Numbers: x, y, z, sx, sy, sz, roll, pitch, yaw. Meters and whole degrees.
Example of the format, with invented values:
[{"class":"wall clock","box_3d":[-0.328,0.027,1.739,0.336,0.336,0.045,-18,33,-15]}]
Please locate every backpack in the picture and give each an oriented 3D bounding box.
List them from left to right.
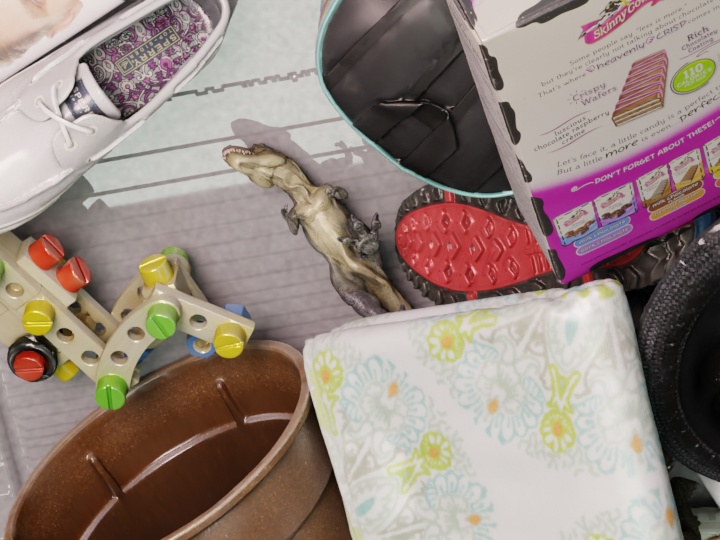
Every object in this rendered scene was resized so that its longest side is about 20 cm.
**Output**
[{"class":"backpack","box_3d":[0.073,-0.146,1.164,0.176,0.153,0.200,33,106,-18]}]

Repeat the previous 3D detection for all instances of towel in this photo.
[{"class":"towel","box_3d":[0.070,0.101,1.170,0.200,0.048,0.171,-10,100,36]}]

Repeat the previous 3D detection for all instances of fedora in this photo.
[{"class":"fedora","box_3d":[0.232,0.018,1.157,0.200,0.092,0.201,0,123,0]}]

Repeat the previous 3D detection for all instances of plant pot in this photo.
[{"class":"plant pot","box_3d":[-0.070,0.178,1.283,0.200,0.200,0.198,-26,115,11]}]

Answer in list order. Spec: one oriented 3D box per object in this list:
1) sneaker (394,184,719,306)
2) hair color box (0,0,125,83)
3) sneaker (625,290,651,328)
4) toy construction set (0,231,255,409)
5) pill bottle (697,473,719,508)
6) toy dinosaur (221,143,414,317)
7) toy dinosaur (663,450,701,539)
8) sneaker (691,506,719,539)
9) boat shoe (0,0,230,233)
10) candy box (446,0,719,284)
[{"class":"sneaker","box_3d":[0.114,-0.017,1.245,0.200,0.095,0.079,0,96,35]},{"class":"hair color box","box_3d":[-0.153,-0.193,1.207,0.200,0.061,0.100,-31,106,14]},{"class":"sneaker","box_3d":[0.106,0.081,1.267,0.099,0.071,0.200,41,72,-4]},{"class":"toy construction set","box_3d":[-0.166,-0.004,1.260,0.131,0.092,0.200,-33,102,25]},{"class":"pill bottle","box_3d":[0.286,0.071,1.251,0.200,0.120,0.120,-35,105,10]},{"class":"toy dinosaur","box_3d":[0.000,0.000,1.261,0.047,0.088,0.200,-38,106,-4]},{"class":"toy dinosaur","box_3d":[0.165,0.164,1.247,0.077,0.102,0.200,14,141,-8]},{"class":"sneaker","box_3d":[0.236,0.165,1.318,0.200,0.073,0.085,-37,107,16]},{"class":"boat shoe","box_3d":[-0.150,-0.089,1.193,0.200,0.069,0.072,-34,93,-19]},{"class":"candy box","box_3d":[0.127,-0.096,1.072,0.136,0.061,0.200,-26,143,-2]}]
